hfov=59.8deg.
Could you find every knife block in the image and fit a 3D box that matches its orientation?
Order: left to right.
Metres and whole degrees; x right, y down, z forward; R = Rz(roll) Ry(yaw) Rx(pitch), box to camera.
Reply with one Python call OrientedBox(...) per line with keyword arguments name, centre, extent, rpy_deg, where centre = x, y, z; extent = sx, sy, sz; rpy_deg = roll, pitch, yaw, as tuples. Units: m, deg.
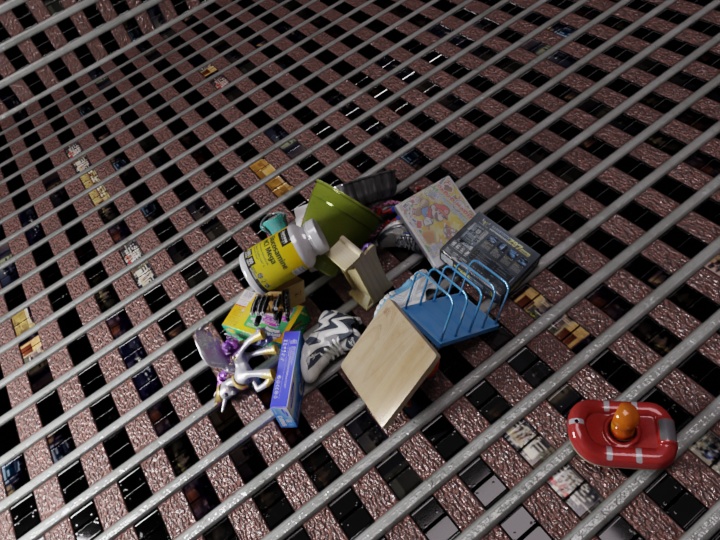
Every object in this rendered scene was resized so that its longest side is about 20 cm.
OrientedBox(name="knife block", centre=(-0.232, 0.064, 1.560), extent=(0.174, 0.065, 0.199), rpy_deg=(-23, 35, -35))

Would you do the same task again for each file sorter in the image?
OrientedBox(name="file sorter", centre=(0.217, 0.065, 1.417), extent=(0.198, 0.124, 0.139), rpy_deg=(-11, 38, -37))

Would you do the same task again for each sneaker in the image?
OrientedBox(name="sneaker", centre=(-0.219, -0.097, 1.753), extent=(0.083, 0.122, 0.200), rpy_deg=(-31, 49, -10))
OrientedBox(name="sneaker", centre=(-0.056, 0.182, 1.492), extent=(0.128, 0.080, 0.200), rpy_deg=(0, 40, 29))
OrientedBox(name="sneaker", centre=(0.039, -0.132, 1.746), extent=(0.197, 0.079, 0.097), rpy_deg=(-18, 83, -13))
OrientedBox(name="sneaker", centre=(0.118, 0.082, 1.529), extent=(0.199, 0.075, 0.086), rpy_deg=(-40, 56, -16))
OrientedBox(name="sneaker", centre=(0.142, -0.089, 1.660), extent=(0.196, 0.078, 0.086), rpy_deg=(-13, 54, 3))

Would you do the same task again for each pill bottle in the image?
OrientedBox(name="pill bottle", centre=(-0.177, -0.037, 1.481), extent=(0.198, 0.113, 0.113), rpy_deg=(-30, 47, 6))

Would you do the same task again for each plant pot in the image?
OrientedBox(name="plant pot", centre=(-0.074, -0.096, 1.595), extent=(0.199, 0.200, 0.195), rpy_deg=(32, 92, 36))

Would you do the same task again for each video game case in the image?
OrientedBox(name="video game case", centre=(0.214, -0.127, 1.635), extent=(0.180, 0.023, 0.202), rpy_deg=(-29, 76, -16))

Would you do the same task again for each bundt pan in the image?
OrientedBox(name="bundt pan", centre=(0.016, -0.221, 1.763), extent=(0.198, 0.077, 0.202), rpy_deg=(-17, 6, 2))

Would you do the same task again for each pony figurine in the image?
OrientedBox(name="pony figurine", centre=(-0.292, 0.216, 1.494), extent=(0.198, 0.166, 0.196), rpy_deg=(-27, 69, 21))

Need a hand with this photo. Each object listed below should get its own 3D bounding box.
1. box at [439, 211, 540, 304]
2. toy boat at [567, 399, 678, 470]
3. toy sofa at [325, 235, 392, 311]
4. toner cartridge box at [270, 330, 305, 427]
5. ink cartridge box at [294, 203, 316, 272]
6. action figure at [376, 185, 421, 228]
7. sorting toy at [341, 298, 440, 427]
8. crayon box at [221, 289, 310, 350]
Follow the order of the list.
OrientedBox(name="box", centre=(0.318, -0.034, 1.551), extent=(0.157, 0.051, 0.199), rpy_deg=(-42, 64, -18))
OrientedBox(name="toy boat", centre=(0.494, 0.295, 1.185), extent=(0.196, 0.132, 0.132), rpy_deg=(-1, 50, 16))
OrientedBox(name="toy sofa", centre=(0.000, 0.000, 1.547), extent=(0.097, 0.201, 0.083), rpy_deg=(-43, 53, -11))
OrientedBox(name="toner cartridge box", centre=(-0.162, 0.251, 1.459), extent=(0.042, 0.096, 0.202), rpy_deg=(-3, 51, 12))
OrientedBox(name="ink cartridge box", centre=(-0.114, -0.104, 1.760), extent=(0.115, 0.068, 0.202), rpy_deg=(-18, 49, 1))
OrientedBox(name="action figure", centre=(0.149, -0.185, 1.704), extent=(0.198, 0.099, 0.066), rpy_deg=(-22, 74, -31))
OrientedBox(name="sorting toy", centre=(0.076, 0.206, 1.386), extent=(0.201, 0.069, 0.199), rpy_deg=(-54, 45, 14))
OrientedBox(name="crayon box", centre=(-0.243, 0.132, 1.610), extent=(0.197, 0.059, 0.120), rpy_deg=(14, 57, 27))
